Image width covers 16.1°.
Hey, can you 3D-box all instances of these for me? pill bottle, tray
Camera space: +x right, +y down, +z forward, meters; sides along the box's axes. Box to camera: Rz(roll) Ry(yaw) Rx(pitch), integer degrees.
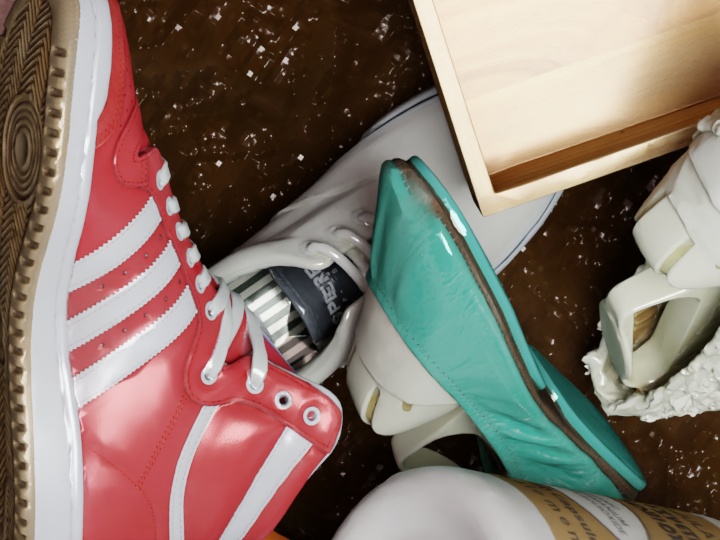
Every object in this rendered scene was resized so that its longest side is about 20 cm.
[{"bbox_3d":[0.087,0.136,0.876,0.199,0.114,0.115,14,95,-40],"label":"pill bottle"},{"bbox_3d":[0.119,-0.100,0.867,0.199,0.037,0.099,-19,104,-1],"label":"tray"}]

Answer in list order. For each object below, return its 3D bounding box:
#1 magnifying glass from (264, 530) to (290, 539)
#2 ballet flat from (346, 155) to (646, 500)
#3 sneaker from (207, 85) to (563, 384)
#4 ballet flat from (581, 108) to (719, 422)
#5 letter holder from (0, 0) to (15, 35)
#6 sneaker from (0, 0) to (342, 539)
[{"bbox_3d":[-0.097,0.068,0.898,0.199,0.080,0.022,28,106,-5],"label":"magnifying glass"},{"bbox_3d":[0.036,0.042,0.879,0.070,0.067,0.200,-34,136,3],"label":"ballet flat"},{"bbox_3d":[0.000,0.000,0.908,0.200,0.071,0.073,-40,98,-1],"label":"sneaker"},{"bbox_3d":[0.119,-0.001,0.863,0.071,0.200,0.072,3,59,-6],"label":"ballet flat"},{"bbox_3d":[-0.157,-0.096,0.870,0.141,0.101,0.201,13,94,-5],"label":"letter holder"},{"bbox_3d":[-0.062,0.002,0.815,0.112,0.071,0.201,-3,109,-24],"label":"sneaker"}]
